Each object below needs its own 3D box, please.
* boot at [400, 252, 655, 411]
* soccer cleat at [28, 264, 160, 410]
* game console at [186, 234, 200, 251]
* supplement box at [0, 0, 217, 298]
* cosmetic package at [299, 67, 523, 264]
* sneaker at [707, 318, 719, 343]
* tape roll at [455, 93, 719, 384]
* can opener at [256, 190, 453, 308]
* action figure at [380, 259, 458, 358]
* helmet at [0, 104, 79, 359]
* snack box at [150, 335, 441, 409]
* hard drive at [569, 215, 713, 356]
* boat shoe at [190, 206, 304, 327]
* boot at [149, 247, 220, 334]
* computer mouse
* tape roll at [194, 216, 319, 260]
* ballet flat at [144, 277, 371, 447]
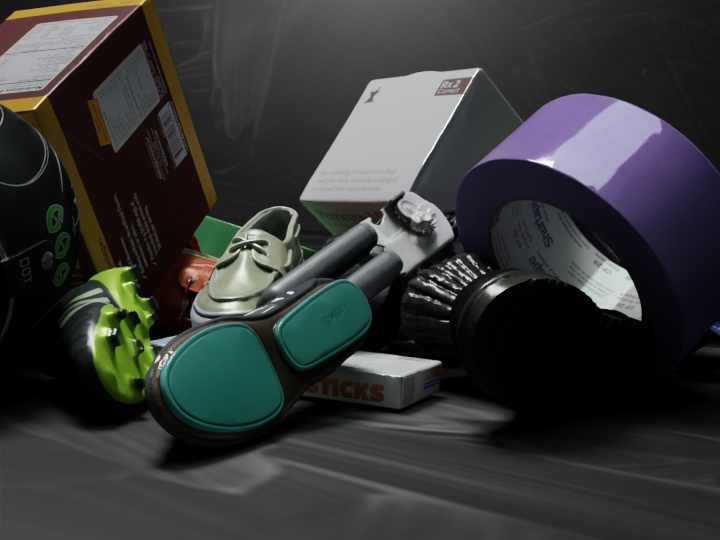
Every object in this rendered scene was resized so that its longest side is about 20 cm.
[{"bbox_3d":[0.082,0.031,0.730,0.157,0.080,0.211,25,2,39],"label":"boot"},{"bbox_3d":[-0.172,0.050,0.710,0.081,0.068,0.200,-27,16,-2],"label":"soccer cleat"},{"bbox_3d":[-0.255,-0.009,1.104,0.198,0.031,0.177,2,-21,-2],"label":"game console"},{"bbox_3d":[-0.234,-0.082,0.889,0.132,0.198,0.200,-1,35,20],"label":"supplement box"},{"bbox_3d":[0.082,-0.075,1.128,0.164,0.166,0.200,4,-32,49],"label":"cosmetic package"},{"bbox_3d":[0.283,0.020,0.880,0.200,0.070,0.078,46,10,26],"label":"sneaker"},{"bbox_3d":[0.170,-0.020,0.801,0.085,0.201,0.199,-42,28,-25],"label":"tape roll"},{"bbox_3d":[0.000,0.000,0.806,0.053,0.067,0.200,45,42,8],"label":"can opener"},{"bbox_3d":[0.073,0.035,0.953,0.129,0.070,0.200,8,8,3],"label":"action figure"},{"bbox_3d":[-0.277,-0.026,0.696,0.198,0.201,0.191,2,22,-6],"label":"helmet"},{"bbox_3d":[-0.050,0.066,0.760,0.199,0.025,0.072,5,6,25],"label":"snack box"},{"bbox_3d":[0.240,-0.021,0.956,0.139,0.200,0.038,-21,-21,-45],"label":"hard drive"},{"bbox_3d":[-0.084,0.001,0.837,0.071,0.062,0.200,0,16,5],"label":"boat shoe"},{"bbox_3d":[-0.130,0.025,0.941,0.198,0.076,0.107,2,10,-9],"label":"boot"},{"bbox_3d":[0.007,0.021,0.888,0.138,0.053,0.200,-11,23,27],"label":"computer mouse"},{"bbox_3d":[-0.092,-0.011,1.201,0.199,0.048,0.200,18,1,0],"label":"tape roll"},{"bbox_3d":[-0.066,0.057,0.638,0.073,0.074,0.200,5,17,30],"label":"ballet flat"}]
